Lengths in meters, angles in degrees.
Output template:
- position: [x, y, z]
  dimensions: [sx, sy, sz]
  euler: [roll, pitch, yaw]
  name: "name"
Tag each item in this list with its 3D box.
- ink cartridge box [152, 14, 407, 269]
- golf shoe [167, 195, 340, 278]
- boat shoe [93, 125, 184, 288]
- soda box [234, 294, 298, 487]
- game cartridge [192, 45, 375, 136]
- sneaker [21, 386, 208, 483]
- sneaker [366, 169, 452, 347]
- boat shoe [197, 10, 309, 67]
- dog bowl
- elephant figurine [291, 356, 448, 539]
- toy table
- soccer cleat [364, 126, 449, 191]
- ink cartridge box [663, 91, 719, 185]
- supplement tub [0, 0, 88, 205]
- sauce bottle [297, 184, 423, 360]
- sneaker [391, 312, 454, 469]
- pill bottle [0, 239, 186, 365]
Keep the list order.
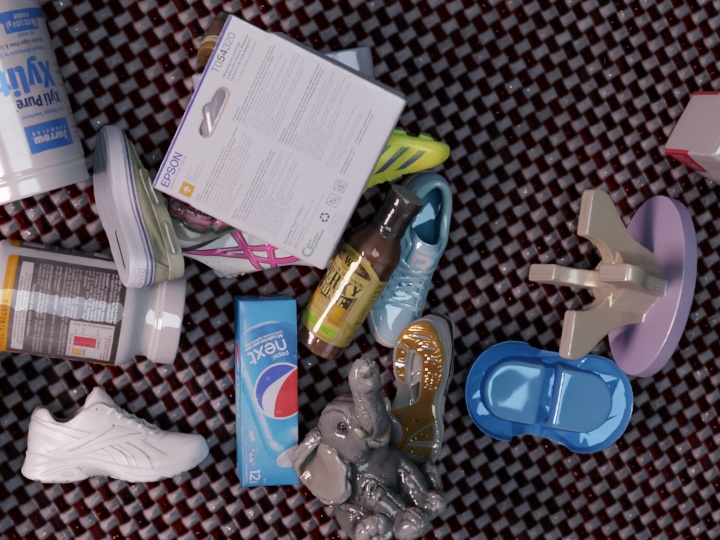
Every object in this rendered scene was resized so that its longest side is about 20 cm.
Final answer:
- position: [-0.082, -0.132, 1.490]
  dimensions: [0.199, 0.043, 0.198]
  euler: [26, 104, -6]
  name: "ink cartridge box"
- position: [-0.121, -0.033, 1.585]
  dimensions: [0.198, 0.073, 0.093]
  euler: [13, 126, -18]
  name: "golf shoe"
- position: [-0.232, -0.065, 1.520]
  dimensions: [0.062, 0.072, 0.201]
  euler: [-1, 56, -28]
  name: "boat shoe"
- position: [-0.102, 0.129, 1.592]
  dimensions: [0.063, 0.068, 0.202]
  euler: [-2, 94, -11]
  name: "soda box"
- position: [-0.074, -0.163, 1.594]
  dimensions: [0.198, 0.042, 0.135]
  euler: [-11, 92, -10]
  name: "game cartridge"
- position: [-0.260, 0.174, 1.563]
  dimensions: [0.198, 0.078, 0.100]
  euler: [0, 91, -12]
  name: "sneaker"
- position: [0.053, -0.012, 1.605]
  dimensions: [0.073, 0.082, 0.202]
  euler: [10, 92, -11]
  name: "sneaker"
- position: [-0.072, -0.210, 1.535]
  dimensions: [0.199, 0.073, 0.065]
  euler: [25, 71, -24]
  name: "boat shoe"
- position: [0.208, 0.141, 1.664]
  dimensions: [0.198, 0.050, 0.113]
  euler: [10, 92, -11]
  name: "dog bowl"
- position: [-0.001, 0.187, 1.556]
  dimensions: [0.154, 0.142, 0.201]
  euler: [-28, 101, 13]
  name: "elephant figurine"
- position: [0.283, 0.009, 1.616]
  dimensions: [0.116, 0.183, 0.202]
  euler: [12, 73, -27]
  name: "toy table"
- position: [-0.004, -0.108, 1.549]
  dimensions: [0.198, 0.065, 0.085]
  euler: [-1, 87, 4]
  name: "soccer cleat"
- position: [0.462, -0.120, 1.644]
  dimensions: [0.199, 0.148, 0.086]
  euler: [27, 90, -13]
  name: "ink cartridge box"
- position: [-0.364, -0.172, 1.488]
  dimensions: [0.131, 0.132, 0.202]
  euler: [-18, 97, -9]
  name: "supplement tub"
- position: [0.000, 0.000, 1.576]
  dimensions: [0.064, 0.065, 0.201]
  euler: [26, 107, -12]
  name: "sauce bottle"
- position: [0.072, 0.142, 1.625]
  dimensions: [0.075, 0.088, 0.202]
  euler: [19, 115, 16]
  name: "sneaker"
- position: [-0.286, 0.037, 1.524]
  dimensions: [0.198, 0.116, 0.118]
  euler: [9, 92, -11]
  name: "pill bottle"
